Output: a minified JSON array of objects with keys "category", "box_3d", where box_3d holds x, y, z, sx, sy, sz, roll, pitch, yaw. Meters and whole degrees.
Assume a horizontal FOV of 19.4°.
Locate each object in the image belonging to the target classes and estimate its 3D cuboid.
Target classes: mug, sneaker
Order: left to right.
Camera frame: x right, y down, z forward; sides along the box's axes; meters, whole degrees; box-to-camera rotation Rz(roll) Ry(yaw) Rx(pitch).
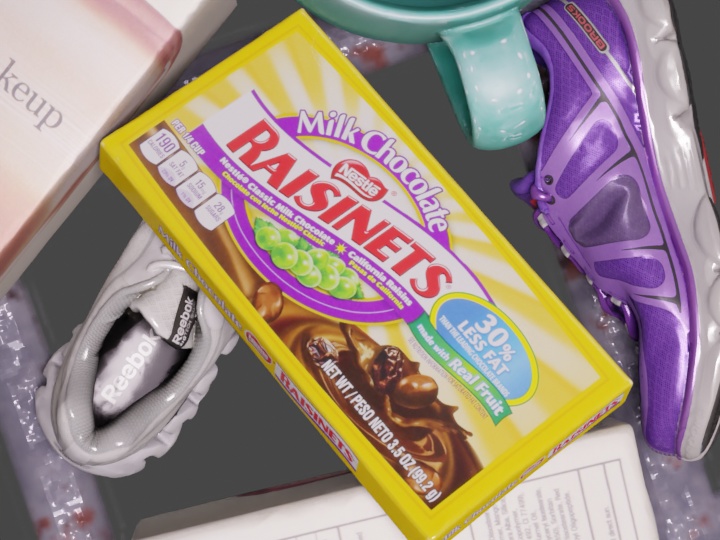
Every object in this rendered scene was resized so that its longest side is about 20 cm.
[{"category":"sneaker","box_3d":[-0.062,-0.005,0.841,0.075,0.081,0.201,29,86,-1]},{"category":"mug","box_3d":[0.017,-0.151,0.828,0.151,0.114,0.186,16,89,-3]},{"category":"sneaker","box_3d":[0.107,-0.019,0.866,0.083,0.081,0.201,-13,81,10]}]

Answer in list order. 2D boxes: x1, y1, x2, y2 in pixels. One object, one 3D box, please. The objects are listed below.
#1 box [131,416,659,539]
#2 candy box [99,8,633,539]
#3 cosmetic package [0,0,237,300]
[{"category":"box","box_3d":[0.018,0.141,0.830,0.199,0.109,0.129,-13,90,-3]},{"category":"candy box","box_3d":[0.000,0.000,0.792,0.102,0.026,0.200,-35,73,-21]},{"category":"cosmetic package","box_3d":[-0.148,-0.066,0.831,0.103,0.087,0.200,37,87,-1]}]
